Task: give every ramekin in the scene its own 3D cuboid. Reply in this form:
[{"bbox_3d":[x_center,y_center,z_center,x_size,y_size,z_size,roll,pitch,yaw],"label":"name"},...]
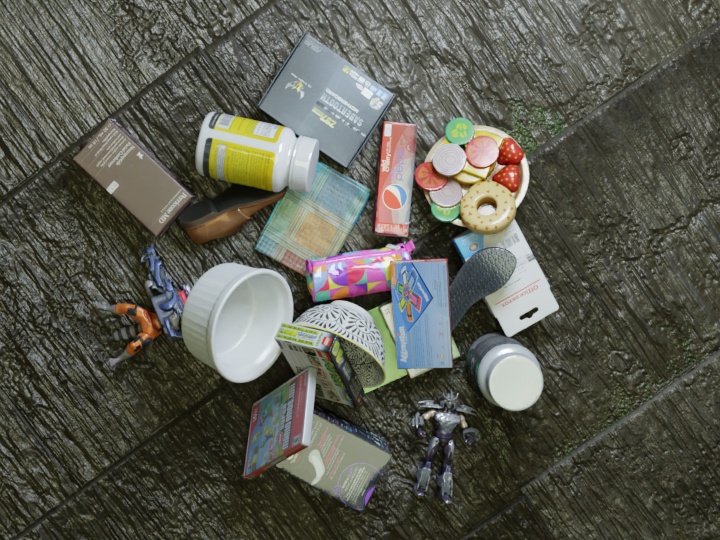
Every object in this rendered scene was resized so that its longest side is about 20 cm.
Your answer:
[{"bbox_3d":[-0.217,0.084,1.680,0.097,0.200,0.203,19,95,35],"label":"ramekin"}]

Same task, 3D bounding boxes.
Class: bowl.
[{"bbox_3d":[-0.033,0.116,1.706,0.199,0.201,0.095,26,61,-4],"label":"bowl"}]

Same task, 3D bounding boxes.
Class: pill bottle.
[{"bbox_3d":[-0.178,-0.202,1.685,0.198,0.114,0.116,13,94,4],"label":"pill bottle"},{"bbox_3d":[0.255,0.179,1.705,0.112,0.200,0.115,0,95,-2],"label":"pill bottle"}]

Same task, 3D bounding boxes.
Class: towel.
[{"bbox_3d":[-0.087,-0.094,1.756,0.146,0.022,0.201,29,93,-4],"label":"towel"}]

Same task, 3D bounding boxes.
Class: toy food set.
[{"bbox_3d":[0.200,-0.169,1.718,0.196,0.049,0.202,22,80,15],"label":"toy food set"}]

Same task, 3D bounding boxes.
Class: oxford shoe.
[{"bbox_3d":[-0.221,-0.107,1.735,0.198,0.072,0.072,-22,128,-2],"label":"oxford shoe"}]

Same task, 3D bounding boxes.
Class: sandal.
[{"bbox_3d":[0.194,0.028,1.710,0.076,0.043,0.200,47,113,3],"label":"sandal"}]

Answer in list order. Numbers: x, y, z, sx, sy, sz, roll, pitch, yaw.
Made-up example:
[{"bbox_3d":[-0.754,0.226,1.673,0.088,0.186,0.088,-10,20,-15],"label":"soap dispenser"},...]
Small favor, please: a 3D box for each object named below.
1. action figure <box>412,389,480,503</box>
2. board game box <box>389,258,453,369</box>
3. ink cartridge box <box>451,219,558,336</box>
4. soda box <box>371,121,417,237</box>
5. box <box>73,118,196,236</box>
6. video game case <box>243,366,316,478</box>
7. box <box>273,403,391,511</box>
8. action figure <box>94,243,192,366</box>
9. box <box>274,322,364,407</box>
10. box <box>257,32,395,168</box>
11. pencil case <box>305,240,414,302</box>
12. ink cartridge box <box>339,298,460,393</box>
[{"bbox_3d":[0.152,0.319,1.780,0.129,0.069,0.202,10,91,1],"label":"action figure"},{"bbox_3d":[0.109,0.078,1.707,0.102,0.019,0.202,-2,109,8],"label":"board game box"},{"bbox_3d":[0.263,0.005,1.757,0.115,0.068,0.201,-28,95,1],"label":"ink cartridge box"},{"bbox_3d":[0.061,-0.163,1.732,0.063,0.070,0.203,5,94,-4],"label":"soda box"},{"bbox_3d":[-0.399,-0.163,1.710,0.200,0.075,0.100,42,92,-7],"label":"box"},{"bbox_3d":[-0.141,0.267,1.681,0.017,0.200,0.144,23,52,-27],"label":"video game case"},{"bbox_3d":[-0.058,0.328,1.750,0.199,0.106,0.123,28,91,-5],"label":"box"},{"bbox_3d":[-0.374,0.064,1.738,0.191,0.105,0.202,-15,69,-8],"label":"action figure"},{"bbox_3d":[-0.069,0.167,1.685,0.109,0.201,0.035,11,59,23],"label":"box"},{"bbox_3d":[-0.061,-0.302,1.724,0.199,0.051,0.158,34,94,-5],"label":"box"},{"bbox_3d":[0.000,0.000,1.729,0.198,0.088,0.089,-12,96,-8],"label":"pencil case"},{"bbox_3d":[0.064,0.130,1.770,0.198,0.048,0.147,-24,96,-2],"label":"ink cartridge box"}]
